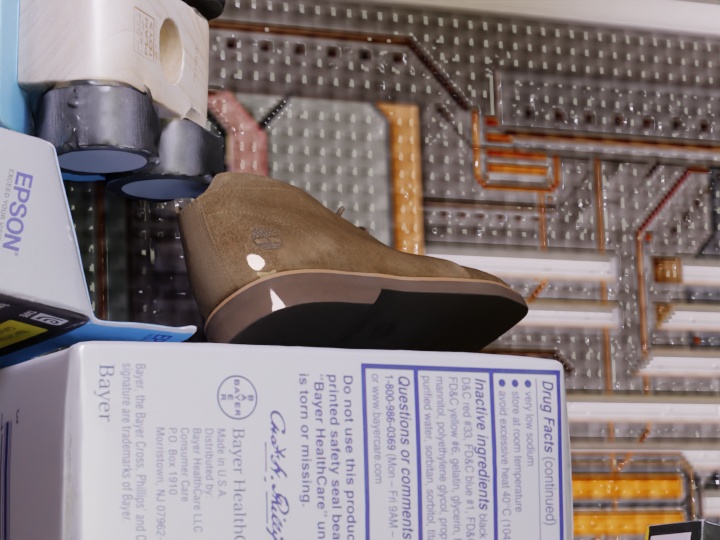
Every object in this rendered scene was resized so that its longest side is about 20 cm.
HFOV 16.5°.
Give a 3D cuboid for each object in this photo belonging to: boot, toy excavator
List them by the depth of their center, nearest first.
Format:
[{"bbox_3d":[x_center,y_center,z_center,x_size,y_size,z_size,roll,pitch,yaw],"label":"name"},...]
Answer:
[{"bbox_3d":[-0.169,-0.084,0.954,0.194,0.198,0.101,27,61,-69],"label":"toy excavator"},{"bbox_3d":[0.000,0.000,1.019,0.199,0.074,0.076,10,47,-54],"label":"boot"}]

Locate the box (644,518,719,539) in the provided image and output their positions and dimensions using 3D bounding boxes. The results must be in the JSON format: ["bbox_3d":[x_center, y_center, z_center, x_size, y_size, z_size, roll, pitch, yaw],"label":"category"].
[{"bbox_3d":[0.213,0.213,1.130,0.199,0.049,0.161,16,72,-25],"label":"box"}]

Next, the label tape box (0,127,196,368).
[{"bbox_3d":[-0.173,-0.016,0.909,0.199,0.143,0.067,14,76,-25],"label":"label tape box"}]

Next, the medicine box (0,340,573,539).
[{"bbox_3d":[-0.049,0.089,0.935,0.199,0.182,0.104,4,80,-27],"label":"medicine box"}]
